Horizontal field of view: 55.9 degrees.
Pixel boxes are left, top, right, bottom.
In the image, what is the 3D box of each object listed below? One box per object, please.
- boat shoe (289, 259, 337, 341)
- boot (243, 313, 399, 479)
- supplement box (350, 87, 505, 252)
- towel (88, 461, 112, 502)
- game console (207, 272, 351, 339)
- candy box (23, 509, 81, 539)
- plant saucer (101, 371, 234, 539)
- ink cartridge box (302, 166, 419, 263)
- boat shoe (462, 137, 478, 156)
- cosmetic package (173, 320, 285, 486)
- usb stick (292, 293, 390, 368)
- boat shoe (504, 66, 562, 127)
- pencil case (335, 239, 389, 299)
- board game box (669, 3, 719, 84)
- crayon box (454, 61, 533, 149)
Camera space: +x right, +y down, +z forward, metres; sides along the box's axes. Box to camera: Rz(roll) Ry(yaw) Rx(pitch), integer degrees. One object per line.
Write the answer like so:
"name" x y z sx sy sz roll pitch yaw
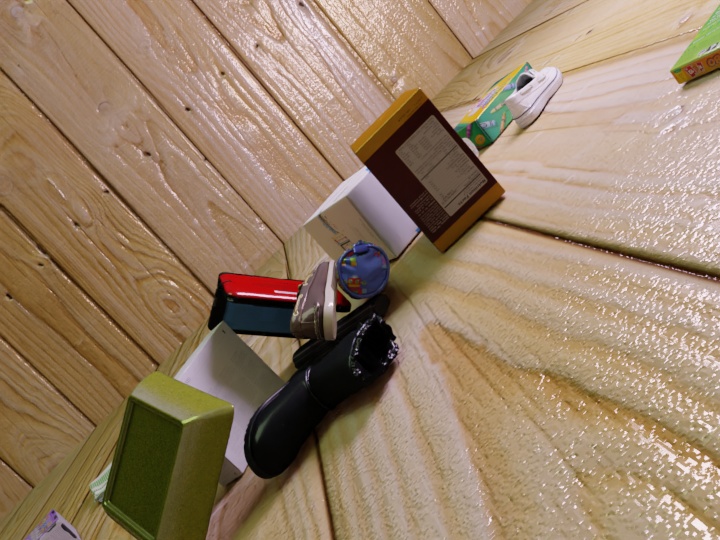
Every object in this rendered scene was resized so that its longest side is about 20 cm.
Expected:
"boat shoe" -0.063 0.038 0.956 0.058 0.074 0.201 -3 23 1
"boot" -0.041 0.145 0.808 0.162 0.074 0.199 -35 10 39
"supplement box" 0.098 -0.163 1.075 0.132 0.200 0.198 -42 11 7
"towel" -0.579 0.473 1.609 0.153 0.023 0.199 -49 12 -24
"game console" -0.134 0.076 1.087 0.172 0.195 0.122 -142 60 -66
"candy box" -0.665 0.594 1.363 0.201 0.072 0.167 -49 13 -26
"plant saucer" -0.248 0.239 0.827 0.197 0.047 0.205 8 84 45
"ink cartridge box" 0.015 -0.103 1.286 0.148 0.145 0.199 -48 13 -27
"boat shoe" 0.162 -0.186 1.267 0.062 0.075 0.200 -35 8 39
"cosmetic package" -0.203 0.189 1.001 0.051 0.151 0.201 -35 13 28
"usb stick" -0.033 0.096 1.042 0.199 0.033 0.055 -36 3 34
"boat shoe" 0.325 -0.346 1.272 0.073 0.067 0.201 -32 17 42
"pencil case" 0.000 0.000 1.053 0.076 0.089 0.200 -14 -1 -4
"board game box" 0.451 -0.304 0.799 0.201 0.030 0.095 -52 14 -20
"crayon box" 0.276 -0.330 1.406 0.201 0.058 0.118 -49 13 -23
